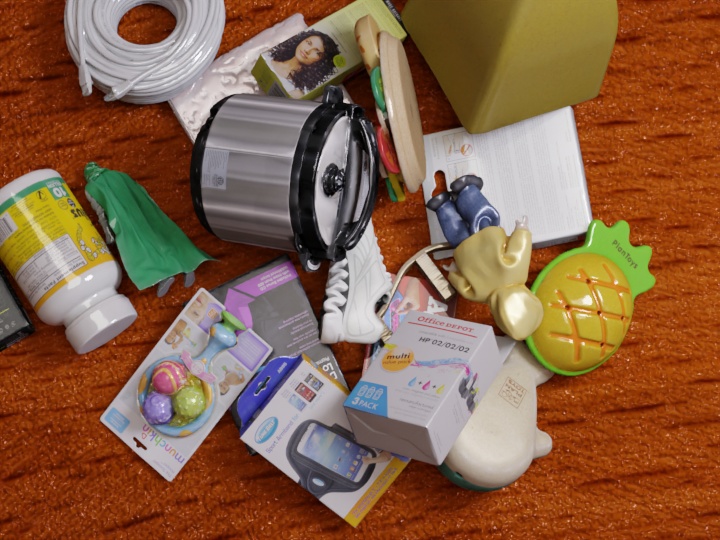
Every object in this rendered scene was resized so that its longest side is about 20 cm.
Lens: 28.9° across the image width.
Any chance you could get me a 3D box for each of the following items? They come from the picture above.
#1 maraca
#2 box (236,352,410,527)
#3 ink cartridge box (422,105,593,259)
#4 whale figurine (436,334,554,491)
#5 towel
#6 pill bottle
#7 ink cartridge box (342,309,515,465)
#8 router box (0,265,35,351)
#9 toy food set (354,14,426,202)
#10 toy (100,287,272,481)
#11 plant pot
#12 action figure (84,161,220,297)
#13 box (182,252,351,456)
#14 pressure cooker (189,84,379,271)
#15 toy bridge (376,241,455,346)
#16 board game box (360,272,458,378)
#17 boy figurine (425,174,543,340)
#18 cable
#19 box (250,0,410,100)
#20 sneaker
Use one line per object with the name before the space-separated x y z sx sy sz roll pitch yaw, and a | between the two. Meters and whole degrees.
maraca | 0.273 0.032 1.667 0.137 0.107 0.200 44 77 -18
box | -0.046 0.190 1.616 0.199 0.041 0.119 39 94 -13
ink cartridge box | 0.179 -0.104 1.730 0.198 0.050 0.164 -11 81 13
whale figurine | 0.154 0.171 1.653 0.158 0.104 0.201 35 55 -1
towel | -0.112 -0.191 1.723 0.199 0.032 0.192 -31 84 -8
pill bottle | -0.349 -0.008 1.633 0.112 0.113 0.201 -34 83 -9
ink cartridge box | 0.082 0.115 1.583 0.114 0.068 0.200 11 47 33
router box | -0.504 0.053 1.638 0.199 0.062 0.151 -30 84 -8
toy food set | 0.038 -0.186 1.649 0.048 0.201 0.200 -10 59 8
toy | -0.208 0.132 1.626 0.115 0.047 0.201 39 91 9
plant pot | 0.188 -0.316 1.639 0.193 0.201 0.197 -19 65 -22
action figure | -0.271 -0.058 1.665 0.117 0.055 0.200 -17 59 -43
box | -0.108 0.100 1.661 0.142 0.036 0.202 -26 84 -1
pressure cooker | -0.073 -0.105 1.584 0.198 0.177 0.179 8 46 23
toy bridge | 0.089 0.007 1.680 0.199 0.027 0.067 -37 78 -6
board game box | 0.055 0.108 1.685 0.102 0.019 0.202 9 79 -3
boy figurine | 0.155 -0.014 1.622 0.124 0.064 0.201 -39 69 28
cable | -0.261 -0.302 1.705 0.198 0.069 0.202 -18 72 -4
box | -0.033 -0.267 1.700 0.199 0.050 0.076 -36 86 -29
sneaker | 0.000 0.000 1.659 0.080 0.075 0.202 9 62 -1
